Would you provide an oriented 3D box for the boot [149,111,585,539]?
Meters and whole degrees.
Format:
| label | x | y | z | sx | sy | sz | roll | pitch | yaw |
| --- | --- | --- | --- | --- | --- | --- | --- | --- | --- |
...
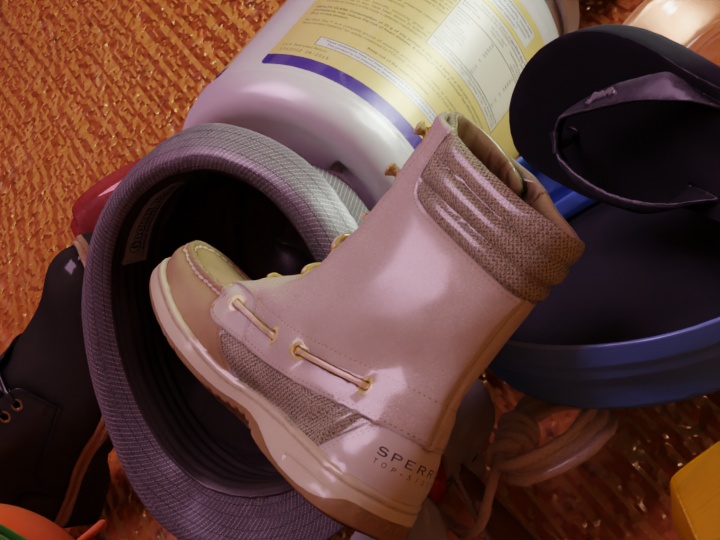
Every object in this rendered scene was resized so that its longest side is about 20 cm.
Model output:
| label | x | y | z | sx | sy | sz | roll | pitch | yaw |
| --- | --- | --- | --- | --- | --- | --- | --- | --- | --- |
| boot | 0.000 | 0.000 | 0.970 | 0.155 | 0.072 | 0.200 | -57 | 39 | 10 |

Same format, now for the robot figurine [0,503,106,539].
| label | x | y | z | sx | sy | sz | roll | pitch | yaw |
| --- | --- | --- | --- | --- | --- | --- | --- | --- | --- |
| robot figurine | -0.196 | 0.202 | 1.180 | 0.144 | 0.116 | 0.200 | -33 | 29 | 49 |

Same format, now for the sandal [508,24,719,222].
| label | x | y | z | sx | sy | sz | roll | pitch | yaw |
| --- | --- | --- | --- | --- | --- | --- | --- | --- | --- |
| sandal | 0.123 | -0.052 | 0.941 | 0.043 | 0.076 | 0.200 | -20 | 23 | -32 |

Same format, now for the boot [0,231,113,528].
| label | x | y | z | sx | sy | sz | roll | pitch | yaw |
| --- | --- | --- | --- | --- | --- | --- | --- | --- | --- |
| boot | -0.199 | 0.072 | 1.238 | 0.078 | 0.138 | 0.201 | -118 | 31 | -44 |

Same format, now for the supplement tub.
| label | x | y | z | sx | sy | sz | roll | pitch | yaw |
| --- | --- | --- | --- | --- | --- | --- | --- | --- | --- |
| supplement tub | 0.016 | -0.091 | 1.206 | 0.145 | 0.146 | 0.200 | -16 | 27 | 46 |

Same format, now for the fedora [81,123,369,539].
| label | x | y | z | sx | sy | sz | roll | pitch | yaw |
| --- | --- | --- | --- | --- | --- | --- | --- | --- | --- |
| fedora | -0.041 | 0.027 | 1.108 | 0.176 | 0.201 | 0.090 | -16 | 2 | 36 |

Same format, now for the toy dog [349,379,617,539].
| label | x | y | z | sx | sy | sz | roll | pitch | yaw |
| --- | --- | --- | --- | --- | --- | --- | --- | --- | --- |
| toy dog | 0.030 | 0.136 | 0.975 | 0.132 | 0.097 | 0.200 | 4 | 42 | 43 |

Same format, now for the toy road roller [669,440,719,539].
| label | x | y | z | sx | sy | sz | roll | pitch | yaw |
| --- | --- | --- | --- | --- | --- | --- | --- | --- | --- |
| toy road roller | 0.156 | 0.136 | 0.749 | 0.200 | 0.123 | 0.146 | -40 | 42 | 15 |

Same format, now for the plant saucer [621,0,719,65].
| label | x | y | z | sx | sy | sz | roll | pitch | yaw |
| --- | --- | --- | --- | --- | --- | --- | --- | --- | --- |
| plant saucer | 0.205 | -0.101 | 1.021 | 0.200 | 0.032 | 0.201 | -17 | 28 | 9 |

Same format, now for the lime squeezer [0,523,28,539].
| label | x | y | z | sx | sy | sz | roll | pitch | yaw |
| --- | --- | --- | --- | --- | --- | --- | --- | --- | --- |
| lime squeezer | -0.082 | 0.158 | 1.133 | 0.199 | 0.071 | 0.038 | 1 | 8 | 20 |

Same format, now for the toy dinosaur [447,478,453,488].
| label | x | y | z | sx | sy | sz | roll | pitch | yaw |
| --- | --- | --- | --- | --- | --- | --- | --- | --- | --- |
| toy dinosaur | 0.048 | 0.001 | 1.120 | 0.101 | 0.058 | 0.201 | 92 | -163 | -58 |

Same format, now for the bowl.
| label | x | y | z | sx | sy | sz | roll | pitch | yaw |
| --- | --- | --- | --- | --- | --- | --- | --- | --- | --- |
| bowl | 0.132 | -0.012 | 0.996 | 0.200 | 0.039 | 0.201 | -18 | 28 | 10 |

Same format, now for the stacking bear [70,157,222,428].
| label | x | y | z | sx | sy | sz | roll | pitch | yaw |
| --- | --- | --- | --- | --- | --- | --- | --- | --- | --- |
| stacking bear | -0.074 | 0.034 | 1.241 | 0.114 | 0.121 | 0.200 | -35 | 38 | 17 |
